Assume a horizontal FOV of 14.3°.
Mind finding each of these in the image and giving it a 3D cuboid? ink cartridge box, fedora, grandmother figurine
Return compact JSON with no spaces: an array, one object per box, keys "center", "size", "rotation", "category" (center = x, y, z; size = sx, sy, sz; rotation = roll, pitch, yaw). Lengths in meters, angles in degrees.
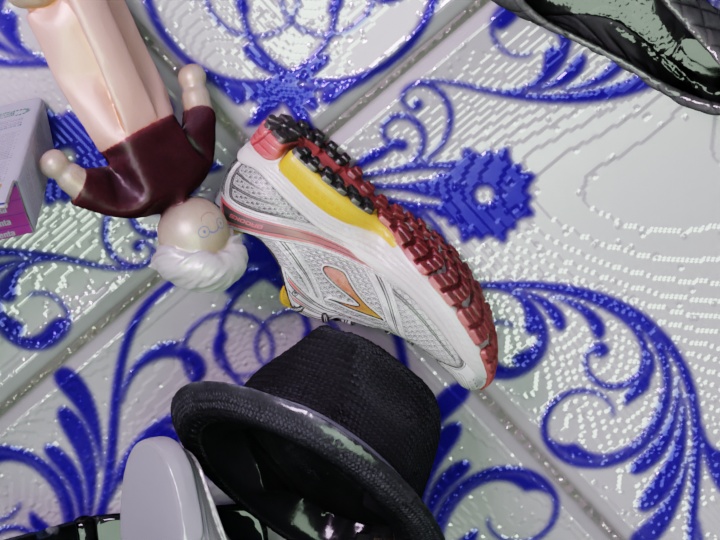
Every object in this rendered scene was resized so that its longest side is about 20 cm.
[{"center":[-0.272,-0.029,1.573],"size":[0.196,0.200,0.043],"rotation":[-12,110,4],"category":"ink cartridge box"},{"center":[-0.014,0.095,1.663],"size":[0.200,0.201,0.092],"rotation":[36,66,-14],"category":"fedora"},{"center":[-0.125,-0.076,1.605],"size":[0.121,0.061,0.200],"rotation":[-31,97,-23],"category":"grandmother figurine"}]

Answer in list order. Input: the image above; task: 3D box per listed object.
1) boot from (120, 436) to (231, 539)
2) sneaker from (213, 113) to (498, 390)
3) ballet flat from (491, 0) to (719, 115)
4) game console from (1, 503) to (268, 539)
[{"center":[-0.077,0.187,1.688],"size":[0.095,0.073,0.201],"rotation":[-14,101,-35],"category":"boot"},{"center":[0.000,0.000,1.665],"size":[0.200,0.078,0.082],"rotation":[42,109,-6],"category":"sneaker"},{"center":[0.141,-0.150,1.613],"size":[0.200,0.057,0.067],"rotation":[26,107,-11],"category":"ballet flat"},{"center":[-0.135,0.249,1.700],"size":[0.170,0.118,0.201],"rotation":[-4,94,0],"category":"game console"}]
